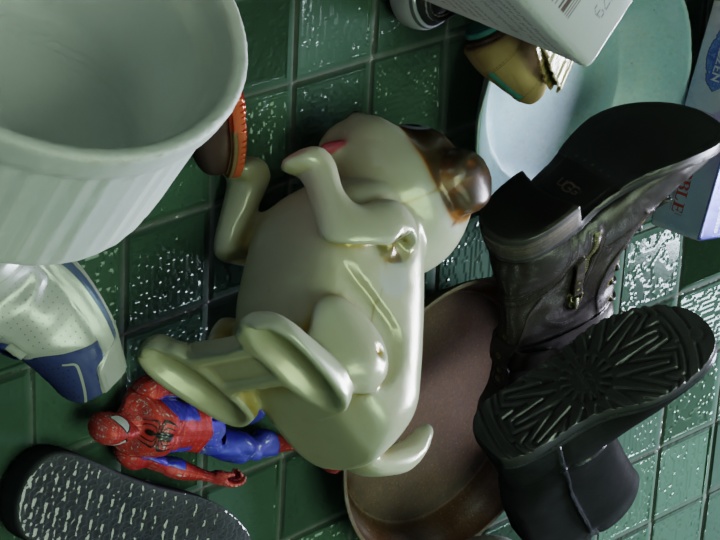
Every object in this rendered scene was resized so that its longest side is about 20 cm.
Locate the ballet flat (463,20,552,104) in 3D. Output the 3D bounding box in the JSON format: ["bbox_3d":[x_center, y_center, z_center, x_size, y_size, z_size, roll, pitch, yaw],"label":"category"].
[{"bbox_3d":[0.134,-0.179,1.519,0.063,0.068,0.200,48,67,-20],"label":"ballet flat"}]

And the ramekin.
[{"bbox_3d":[-0.163,-0.099,1.200,0.200,0.201,0.098,-15,151,-40],"label":"ramekin"}]

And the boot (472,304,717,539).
[{"bbox_3d":[0.162,0.111,1.640,0.164,0.066,0.200,-24,149,1],"label":"boot"}]

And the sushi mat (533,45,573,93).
[{"bbox_3d":[0.148,-0.205,1.448,0.201,0.012,0.096,-63,163,-13],"label":"sushi mat"}]

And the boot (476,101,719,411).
[{"bbox_3d":[0.149,-0.003,1.620,0.199,0.069,0.175,-28,137,-19],"label":"boot"}]

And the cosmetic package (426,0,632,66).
[{"bbox_3d":[0.059,-0.241,1.349,0.166,0.199,0.165,-57,138,-6],"label":"cosmetic package"}]

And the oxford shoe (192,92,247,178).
[{"bbox_3d":[-0.109,-0.124,1.355,0.072,0.071,0.201,-19,132,-3],"label":"oxford shoe"}]

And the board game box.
[{"bbox_3d":[0.287,-0.126,1.738,0.199,0.041,0.201,-9,118,-56],"label":"board game box"}]

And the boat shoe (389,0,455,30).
[{"bbox_3d":[0.092,-0.223,1.501,0.200,0.056,0.069,-53,138,-11],"label":"boat shoe"}]

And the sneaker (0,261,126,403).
[{"bbox_3d":[-0.215,0.004,1.299,0.115,0.080,0.200,-43,128,-16],"label":"sneaker"}]

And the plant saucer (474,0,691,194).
[{"bbox_3d":[0.133,-0.112,1.616,0.200,0.039,0.202,-23,126,-36],"label":"plant saucer"}]

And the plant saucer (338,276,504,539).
[{"bbox_3d":[0.053,0.093,1.645,0.199,0.034,0.202,-24,126,-37],"label":"plant saucer"}]

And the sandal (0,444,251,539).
[{"bbox_3d":[-0.134,0.153,1.486,0.200,0.043,0.076,38,75,-39],"label":"sandal"}]

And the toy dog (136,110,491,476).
[{"bbox_3d":[0.000,0.000,1.450,0.193,0.139,0.201,35,61,-20],"label":"toy dog"}]

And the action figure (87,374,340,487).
[{"bbox_3d":[-0.082,0.093,1.498,0.199,0.052,0.066,4,111,-44],"label":"action figure"}]

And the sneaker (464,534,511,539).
[{"bbox_3d":[0.085,0.218,1.693,0.088,0.081,0.200,-56,169,-28],"label":"sneaker"}]
